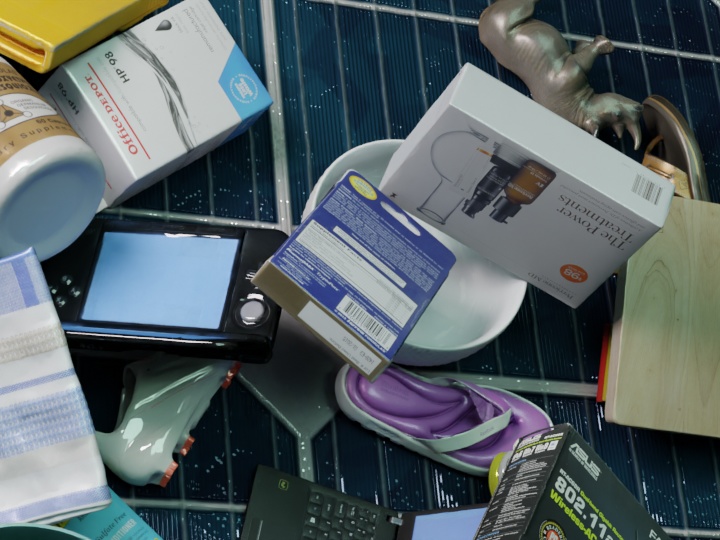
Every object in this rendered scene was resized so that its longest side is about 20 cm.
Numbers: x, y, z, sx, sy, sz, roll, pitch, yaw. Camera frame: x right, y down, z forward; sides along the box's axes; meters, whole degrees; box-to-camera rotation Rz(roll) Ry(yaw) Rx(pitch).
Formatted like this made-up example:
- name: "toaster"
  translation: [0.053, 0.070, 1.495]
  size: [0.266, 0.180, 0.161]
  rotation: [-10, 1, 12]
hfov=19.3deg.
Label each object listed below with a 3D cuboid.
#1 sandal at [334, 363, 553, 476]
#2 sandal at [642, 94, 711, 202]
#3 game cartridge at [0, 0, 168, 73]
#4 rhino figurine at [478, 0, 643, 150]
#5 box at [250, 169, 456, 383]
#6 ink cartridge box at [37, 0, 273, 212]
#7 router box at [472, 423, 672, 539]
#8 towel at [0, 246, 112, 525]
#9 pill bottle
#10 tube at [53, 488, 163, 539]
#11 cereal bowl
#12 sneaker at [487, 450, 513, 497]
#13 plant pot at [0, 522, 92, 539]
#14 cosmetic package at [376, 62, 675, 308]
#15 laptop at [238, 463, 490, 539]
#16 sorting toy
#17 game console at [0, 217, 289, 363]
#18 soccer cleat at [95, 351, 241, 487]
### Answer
- name: "sandal"
  translation: [0.076, 0.120, 1.757]
  size: [0.201, 0.050, 0.083]
  rotation: [14, 60, -19]
- name: "sandal"
  translation: [0.289, -0.071, 1.957]
  size: [0.054, 0.082, 0.201]
  rotation: [-12, 74, -6]
- name: "game cartridge"
  translation: [-0.275, -0.237, 1.742]
  size: [0.176, 0.033, 0.200]
  rotation: [28, 30, 13]
- name: "rhino figurine"
  translation: [0.190, -0.186, 1.970]
  size: [0.087, 0.060, 0.200]
  rotation: [-40, 84, -16]
- name: "box"
  translation: [0.000, 0.000, 1.668]
  size: [0.121, 0.032, 0.200]
  rotation: [40, 31, -1]
- name: "ink cartridge box"
  translation: [-0.185, -0.134, 1.758]
  size: [0.200, 0.067, 0.116]
  rotation: [-34, 90, -35]
- name: "router box"
  translation: [0.175, 0.241, 1.626]
  size: [0.200, 0.062, 0.150]
  rotation: [48, 44, -20]
- name: "towel"
  translation: [-0.272, 0.098, 1.537]
  size: [0.146, 0.024, 0.201]
  rotation: [-16, 93, 12]
- name: "pill bottle"
  translation: [-0.298, -0.105, 1.647]
  size: [0.114, 0.115, 0.200]
  rotation: [-26, 56, -33]
- name: "tube"
  translation: [-0.185, 0.208, 1.596]
  size: [0.200, 0.050, 0.077]
  rotation: [40, 47, 6]
- name: "cereal bowl"
  translation: [0.036, -0.005, 1.787]
  size: [0.199, 0.083, 0.201]
  rotation: [11, 59, -19]
- name: "sneaker"
  translation: [0.196, 0.212, 1.732]
  size: [0.200, 0.085, 0.075]
  rotation: [36, 54, -14]
- name: "plant pot"
  translation: [-0.243, 0.296, 1.446]
  size: [0.199, 0.161, 0.202]
  rotation: [11, 59, -19]
- name: "cosmetic package"
  translation: [0.132, -0.065, 1.722]
  size: [0.199, 0.151, 0.052]
  rotation: [29, 57, -8]
- name: "laptop"
  translation: [0.009, 0.240, 1.628]
  size: [0.199, 0.103, 0.178]
  rotation: [21, 56, -13]
- name: "sorting toy"
  translation: [0.304, 0.047, 1.858]
  size: [0.197, 0.070, 0.202]
  rotation: [9, 83, -19]
- name: "game console"
  translation: [-0.167, 0.010, 1.620]
  size: [0.198, 0.117, 0.177]
  rotation: [4, 56, 11]
- name: "soccer cleat"
  translation: [-0.142, 0.080, 1.671]
  size: [0.077, 0.069, 0.201]
  rotation: [33, 57, -1]
